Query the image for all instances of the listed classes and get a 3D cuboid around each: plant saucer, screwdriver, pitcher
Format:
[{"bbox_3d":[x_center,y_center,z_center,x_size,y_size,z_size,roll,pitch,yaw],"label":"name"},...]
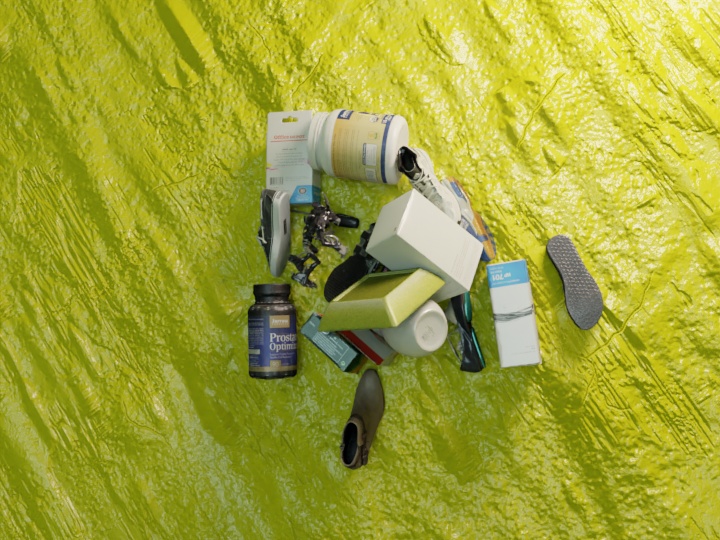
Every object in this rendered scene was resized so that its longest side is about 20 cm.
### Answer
[{"bbox_3d":[0.035,0.049,1.514,0.196,0.199,0.049,-7,109,39],"label":"plant saucer"},{"bbox_3d":[-0.093,-0.126,1.762,0.196,0.028,0.030,17,63,21],"label":"screwdriver"},{"bbox_3d":[0.105,0.122,1.596,0.172,0.199,0.122,46,74,-25],"label":"pitcher"}]

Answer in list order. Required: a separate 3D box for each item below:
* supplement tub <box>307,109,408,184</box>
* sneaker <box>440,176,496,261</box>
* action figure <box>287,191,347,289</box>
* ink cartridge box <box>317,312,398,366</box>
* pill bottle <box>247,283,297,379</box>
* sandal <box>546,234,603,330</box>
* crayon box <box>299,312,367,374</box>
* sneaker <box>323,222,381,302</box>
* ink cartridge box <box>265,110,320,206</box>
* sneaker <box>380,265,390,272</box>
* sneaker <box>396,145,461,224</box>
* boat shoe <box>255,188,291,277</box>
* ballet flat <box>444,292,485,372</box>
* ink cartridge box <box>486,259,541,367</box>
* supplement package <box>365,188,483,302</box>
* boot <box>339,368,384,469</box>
[{"bbox_3d":[-0.005,-0.267,1.677,0.195,0.144,0.148,9,90,14],"label":"supplement tub"},{"bbox_3d":[0.213,-0.096,1.659,0.087,0.075,0.203,-35,72,21],"label":"sneaker"},{"bbox_3d":[-0.086,-0.068,1.699,0.100,0.120,0.203,11,123,-26],"label":"action figure"},{"bbox_3d":[-0.001,0.129,1.632,0.161,0.200,0.050,40,88,13],"label":"ink cartridge box"},{"bbox_3d":[-0.195,0.133,1.729,0.109,0.112,0.206,-2,88,14],"label":"pill bottle"},{"bbox_3d":[0.443,0.023,1.608,0.074,0.043,0.205,-17,74,6],"label":"sandal"},{"bbox_3d":[-0.049,0.157,1.649,0.125,0.200,0.052,41,88,12],"label":"crayon box"},{"bbox_3d":[0.000,0.000,1.682,0.074,0.089,0.201,35,79,22],"label":"sneaker"},{"bbox_3d":[-0.149,-0.248,1.753,0.112,0.068,0.206,0,89,16],"label":"ink cartridge box"},{"bbox_3d":[0.081,-0.014,1.680,0.084,0.080,0.206,-5,85,16],"label":"sneaker"},{"bbox_3d":[0.128,-0.167,1.601,0.075,0.115,0.203,-35,73,22],"label":"sneaker"},{"bbox_3d":[-0.198,-0.083,1.732,0.067,0.074,0.203,14,125,18],"label":"boat shoe"},{"bbox_3d":[0.211,0.117,1.647,0.071,0.073,0.205,-13,87,13],"label":"ballet flat"},{"bbox_3d":[0.311,0.086,1.580,0.084,0.146,0.206,-7,86,12],"label":"ink cartridge box"},{"bbox_3d":[0.130,-0.046,1.573,0.198,0.116,0.119,36,59,-21],"label":"supplement package"},{"bbox_3d":[0.000,0.316,1.653,0.068,0.146,0.206,2,88,16],"label":"boot"}]
